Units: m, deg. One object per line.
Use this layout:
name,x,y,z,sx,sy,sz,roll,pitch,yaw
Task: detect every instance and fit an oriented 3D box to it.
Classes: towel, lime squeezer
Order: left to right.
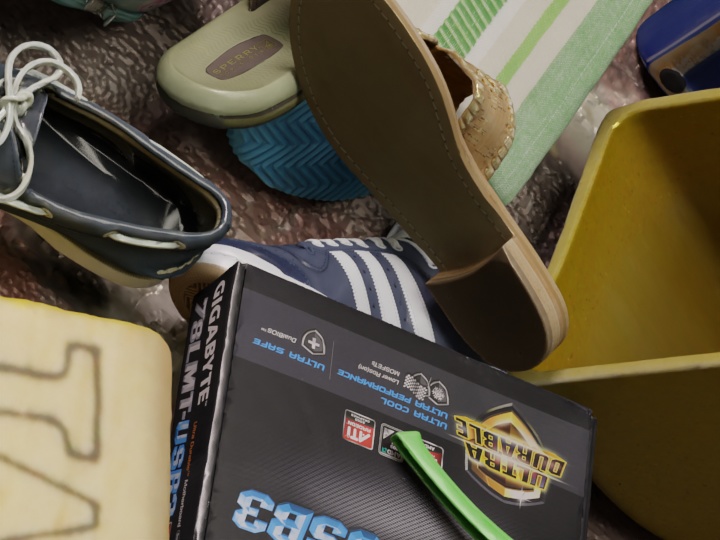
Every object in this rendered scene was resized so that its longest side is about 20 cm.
towel,0.053,-0.153,1.351,0.200,0.023,0.153,49,66,-31
lime squeezer,0.065,0.162,1.207,0.070,0.038,0.201,4,69,-36

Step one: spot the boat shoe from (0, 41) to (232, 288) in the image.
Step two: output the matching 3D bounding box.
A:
boat shoe,-0.146,-0.055,1.216,0.200,0.062,0.075,33,57,-22

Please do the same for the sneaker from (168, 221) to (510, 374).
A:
sneaker,0.000,0.000,1.345,0.200,0.070,0.109,25,61,-31

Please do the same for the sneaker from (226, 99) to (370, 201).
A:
sneaker,0.013,-0.095,1.407,0.200,0.077,0.081,-17,56,-34

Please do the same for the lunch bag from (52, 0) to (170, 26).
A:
lunch bag,-0.133,-0.210,1.316,0.160,0.077,0.201,13,55,-76

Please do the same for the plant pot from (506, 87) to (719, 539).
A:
plant pot,0.219,0.043,1.396,0.200,0.194,0.196,57,41,-33

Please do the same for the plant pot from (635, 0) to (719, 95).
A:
plant pot,0.281,-0.129,1.522,0.200,0.200,0.180,49,56,-6

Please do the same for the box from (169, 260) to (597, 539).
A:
box,0.006,0.122,1.239,0.200,0.050,0.199,24,54,-24

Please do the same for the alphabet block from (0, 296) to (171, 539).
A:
alphabet block,-0.197,0.127,1.077,0.196,0.195,0.201,14,62,-30

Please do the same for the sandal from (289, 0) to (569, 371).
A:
sandal,0.042,-0.060,1.313,0.070,0.077,0.212,-41,107,-44

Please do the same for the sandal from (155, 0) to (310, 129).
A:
sandal,-0.021,-0.133,1.347,0.080,0.057,0.201,19,40,25
